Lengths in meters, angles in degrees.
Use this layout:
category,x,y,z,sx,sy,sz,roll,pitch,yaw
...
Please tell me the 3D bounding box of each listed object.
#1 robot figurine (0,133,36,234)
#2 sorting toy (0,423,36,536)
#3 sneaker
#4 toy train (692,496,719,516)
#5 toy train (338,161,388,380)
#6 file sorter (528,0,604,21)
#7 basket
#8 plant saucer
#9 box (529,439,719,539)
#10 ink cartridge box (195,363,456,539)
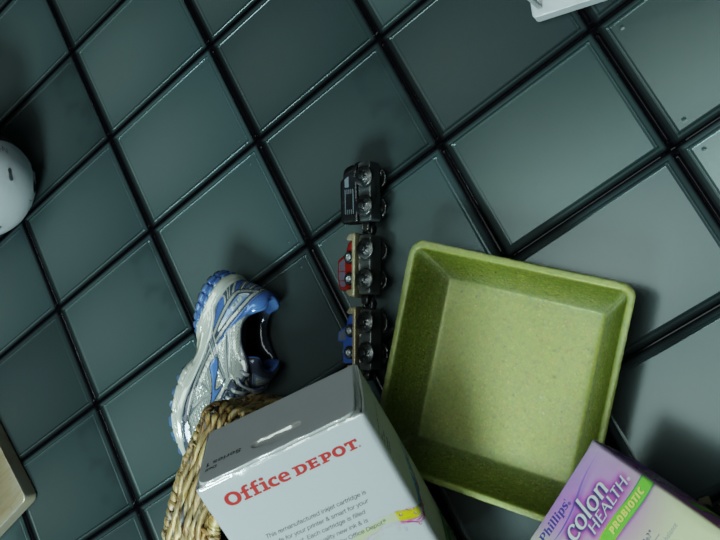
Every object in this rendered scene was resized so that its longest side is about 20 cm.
category,x,y,z,sx,sy,sz,roll,pitch,yaw
robot figurine,-0.471,-0.121,1.088,0.199,0.151,0.125,31,66,28
sorting toy,-0.514,0.254,1.120,0.200,0.069,0.199,-44,68,20
sneaker,-0.128,0.105,0.909,0.085,0.077,0.202,11,93,25
toy train,0.242,0.198,0.710,0.199,0.046,0.034,-30,58,23
toy train,0.000,0.000,0.856,0.046,0.034,0.202,-4,84,37
file sorter,0.172,-0.330,0.733,0.138,0.124,0.202,-11,81,28
basket,-0.080,0.227,0.834,0.148,0.142,0.202,16,96,30
plant saucer,0.120,0.091,0.783,0.199,0.048,0.201,13,94,29
box,0.205,0.249,0.626,0.200,0.097,0.177,34,93,38
ink cartridge box,-0.020,0.198,0.749,0.144,0.084,0.201,-26,111,7
